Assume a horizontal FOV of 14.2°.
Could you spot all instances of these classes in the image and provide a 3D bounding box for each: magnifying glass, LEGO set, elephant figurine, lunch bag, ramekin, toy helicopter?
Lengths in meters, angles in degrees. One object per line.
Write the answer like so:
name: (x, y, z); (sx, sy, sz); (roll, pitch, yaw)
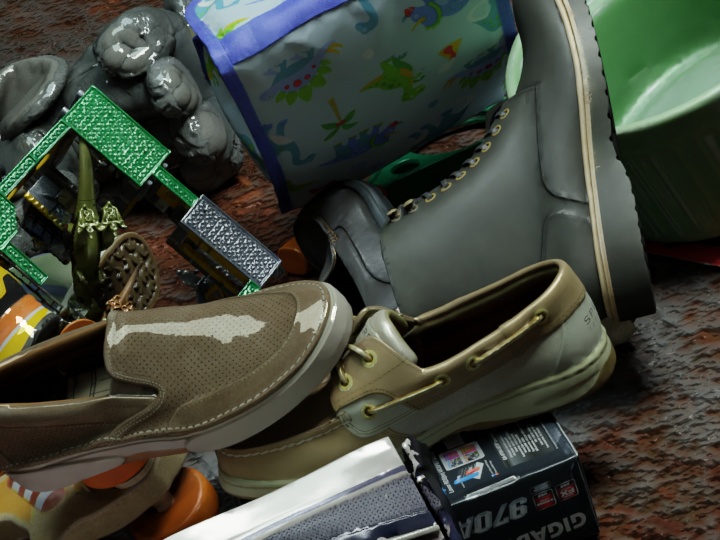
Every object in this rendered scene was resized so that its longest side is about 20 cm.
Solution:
magnifying glass: (0.024, -0.054, 1.767); (0.079, 0.023, 0.200); (7, 33, 45)
LEGO set: (-0.144, 0.005, 1.605); (0.154, 0.199, 0.116); (-60, 6, -28)
elephant figurine: (-0.187, -0.082, 1.867); (0.199, 0.142, 0.155); (-30, -8, 14)
lunch bag: (-0.004, -0.133, 1.635); (0.169, 0.128, 0.200); (-30, -9, -3)
ramekin: (0.188, -0.109, 1.589); (0.199, 0.098, 0.201); (-25, 34, 18)
toy helicopter: (-0.173, 0.109, 1.487); (0.199, 0.079, 0.133); (-30, 40, 11)

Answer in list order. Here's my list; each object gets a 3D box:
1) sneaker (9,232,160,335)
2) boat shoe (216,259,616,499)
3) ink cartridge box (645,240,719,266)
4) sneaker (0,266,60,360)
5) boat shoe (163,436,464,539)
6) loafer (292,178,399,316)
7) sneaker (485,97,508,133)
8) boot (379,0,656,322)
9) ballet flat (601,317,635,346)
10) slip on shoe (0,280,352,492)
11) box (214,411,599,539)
sneaker: (-0.201, 0.046, 1.671); (0.089, 0.067, 0.200); (-9, 24, 35)
boat shoe: (0.019, 0.048, 1.375); (0.199, 0.067, 0.074); (-21, 26, -1)
ink cartridge box: (0.228, -0.074, 1.623); (0.199, 0.050, 0.160); (-32, 27, -31)
sneaker: (-0.250, 0.069, 1.532); (0.200, 0.090, 0.070); (-47, -3, 15)
boat shoe: (-0.040, 0.156, 1.273); (0.199, 0.075, 0.093); (-28, 68, -6)
loafer: (0.000, 0.000, 1.603); (0.072, 0.073, 0.200); (-35, 19, -14)
sneaker: (0.162, -0.122, 1.739); (0.199, 0.076, 0.088); (-28, 25, -20)
boot: (0.064, -0.060, 1.468); (0.137, 0.078, 0.201); (-13, 63, 6)
ballet flat: (0.097, -0.006, 1.558); (0.062, 0.067, 0.200); (-40, 21, 8)
slip on shoe: (-0.100, 0.046, 1.376); (0.199, 0.061, 0.076); (-18, 42, 25)
box: (0.015, 0.095, 1.420); (0.158, 0.046, 0.200); (-21, 24, -4)
